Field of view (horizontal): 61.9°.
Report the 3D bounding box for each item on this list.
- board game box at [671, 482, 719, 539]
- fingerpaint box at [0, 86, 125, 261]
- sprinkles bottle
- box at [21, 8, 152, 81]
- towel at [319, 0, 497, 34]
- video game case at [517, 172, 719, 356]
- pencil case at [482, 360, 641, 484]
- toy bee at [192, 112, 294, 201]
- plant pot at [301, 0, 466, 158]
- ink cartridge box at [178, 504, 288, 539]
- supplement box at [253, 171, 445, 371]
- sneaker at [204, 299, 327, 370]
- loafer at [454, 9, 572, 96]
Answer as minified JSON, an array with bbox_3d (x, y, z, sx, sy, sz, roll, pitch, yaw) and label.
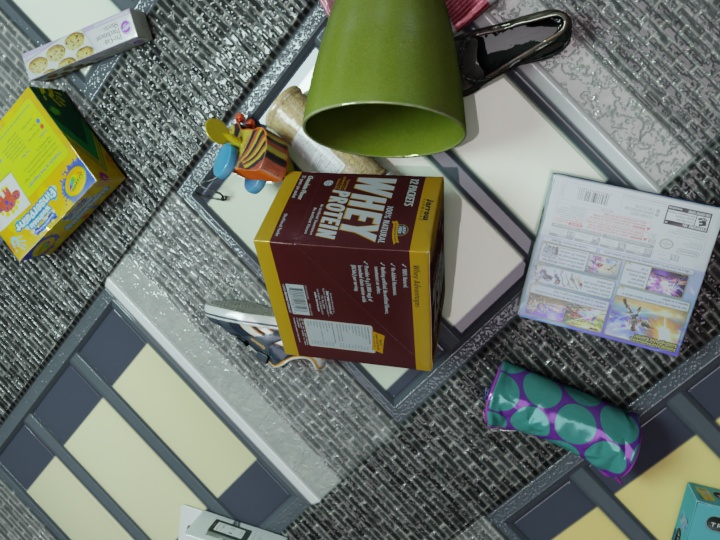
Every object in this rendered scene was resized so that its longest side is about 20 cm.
[{"bbox_3d":[0.488,0.396,0.787,0.148,0.047,0.204,11,104,12],"label":"board game box"},{"bbox_3d":[-0.483,-0.143,0.910,0.199,0.073,0.168,-38,90,19],"label":"fingerpaint box"},{"bbox_3d":[-0.034,-0.152,0.792,0.200,0.068,0.068,42,109,3],"label":"sprinkles bottle"},{"bbox_3d":[-0.395,-0.322,0.865,0.196,0.039,0.042,-13,100,17],"label":"box"},{"bbox_3d":[0.059,-0.339,0.747,0.198,0.023,0.146,-32,90,19],"label":"towel"},{"bbox_3d":[0.314,-0.010,0.744,0.196,0.045,0.185,14,104,12],"label":"video game case"},{"bbox_3d":[0.259,0.195,0.783,0.197,0.085,0.094,21,91,10],"label":"pencil case"},{"bbox_3d":[-0.160,-0.165,0.802,0.197,0.131,0.111,6,76,31],"label":"toy bee"},{"bbox_3d":[0.031,-0.253,0.682,0.183,0.187,0.204,2,84,14],"label":"plant pot"},{"bbox_3d":[-0.225,0.475,0.982,0.196,0.068,0.118,12,105,12],"label":"ink cartridge box"},{"bbox_3d":[0.000,0.000,0.742,0.196,0.134,0.200,4,134,13],"label":"supplement box"},{"bbox_3d":[-0.136,0.095,0.868,0.196,0.078,0.081,11,99,11],"label":"sneaker"},{"bbox_3d":[0.153,-0.263,0.721,0.197,0.063,0.073,-19,95,18],"label":"loafer"}]
